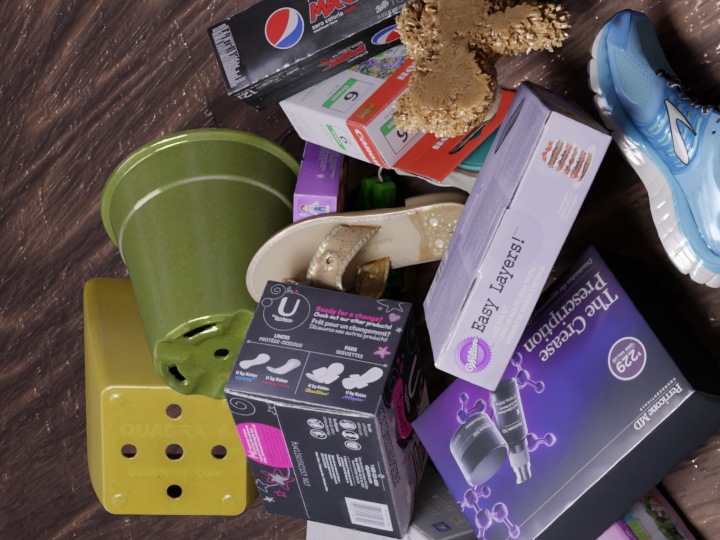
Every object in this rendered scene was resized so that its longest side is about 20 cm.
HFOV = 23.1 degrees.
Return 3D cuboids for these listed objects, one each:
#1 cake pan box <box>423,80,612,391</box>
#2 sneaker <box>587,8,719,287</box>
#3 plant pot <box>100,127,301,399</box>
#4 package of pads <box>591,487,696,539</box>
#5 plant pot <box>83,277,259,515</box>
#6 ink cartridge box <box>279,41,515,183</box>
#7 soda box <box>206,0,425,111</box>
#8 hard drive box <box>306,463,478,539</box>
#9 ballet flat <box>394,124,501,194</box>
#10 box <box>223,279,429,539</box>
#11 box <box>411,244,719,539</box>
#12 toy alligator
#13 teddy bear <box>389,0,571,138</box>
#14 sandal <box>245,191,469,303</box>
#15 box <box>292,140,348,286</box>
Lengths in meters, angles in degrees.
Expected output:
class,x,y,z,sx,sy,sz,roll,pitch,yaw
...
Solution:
class,x,y,z,sx,sy,sz,roll,pitch,yaw
cake pan box,0.102,-0.027,1.237,0.184,0.052,0.201,-89,22,-80
sneaker,0.226,-0.093,1.180,0.090,0.078,0.201,-36,70,35
plant pot,-0.132,0.008,1.602,0.200,0.199,0.191,115,154,-45
package of pads,0.188,0.217,1.325,0.200,0.075,0.121,54,143,34
plant pot,-0.175,0.135,1.707,0.177,0.199,0.201,-95,7,-67
ink cartridge box,0.030,-0.139,1.418,0.200,0.109,0.050,23,153,53
soda box,-0.018,-0.201,1.412,0.199,0.071,0.064,-24,76,15
hard drive box,0.033,0.254,1.588,0.200,0.077,0.157,34,128,48
ballet flat,0.084,-0.091,1.415,0.200,0.067,0.062,24,153,53
box,-0.018,0.116,1.452,0.131,0.115,0.200,9,146,15
box,0.152,0.103,1.263,0.200,0.079,0.141,-47,56,22
toy alligator,0.010,-0.041,1.538,0.054,0.059,0.201,23,120,53
teddy bear,0.087,-0.183,1.295,0.144,0.067,0.201,-15,58,20
sandal,-0.002,-0.005,1.439,0.070,0.211,0.078,-84,-27,-59
box,-0.035,-0.012,1.559,0.137,0.039,0.201,-81,-6,-58
